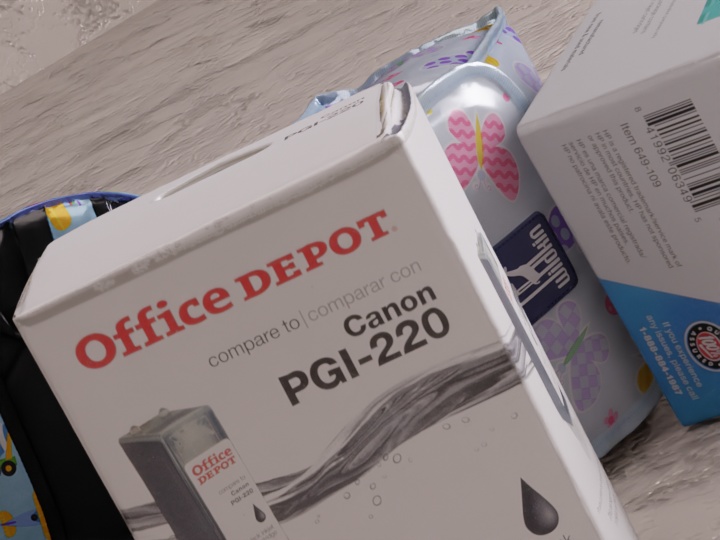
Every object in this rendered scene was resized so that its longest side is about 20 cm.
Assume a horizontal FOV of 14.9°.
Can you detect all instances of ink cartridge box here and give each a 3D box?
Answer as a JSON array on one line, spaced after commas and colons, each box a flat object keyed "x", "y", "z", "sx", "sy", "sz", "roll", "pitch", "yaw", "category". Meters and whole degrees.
[{"x": 0.196, "y": -0.059, "z": 1.079, "sx": 0.200, "sy": 0.147, "sz": 0.146, "roll": -19, "pitch": 21, "yaw": 31, "category": "ink cartridge box"}, {"x": -0.006, "y": 0.058, "z": 0.931, "sx": 0.146, "sy": 0.200, "sz": 0.085, "roll": -25, "pitch": 13, "yaw": 9, "category": "ink cartridge box"}]

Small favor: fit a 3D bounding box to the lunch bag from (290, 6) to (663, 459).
[{"x": 0.045, "y": 0.000, "z": 1.135, "sx": 0.127, "sy": 0.170, "sz": 0.200, "roll": -25, "pitch": 9, "yaw": 19, "category": "lunch bag"}]

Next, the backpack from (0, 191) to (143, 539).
[{"x": -0.106, "y": 0.065, "z": 1.113, "sx": 0.183, "sy": 0.200, "sz": 0.135, "roll": -28, "pitch": 12, "yaw": 1, "category": "backpack"}]
